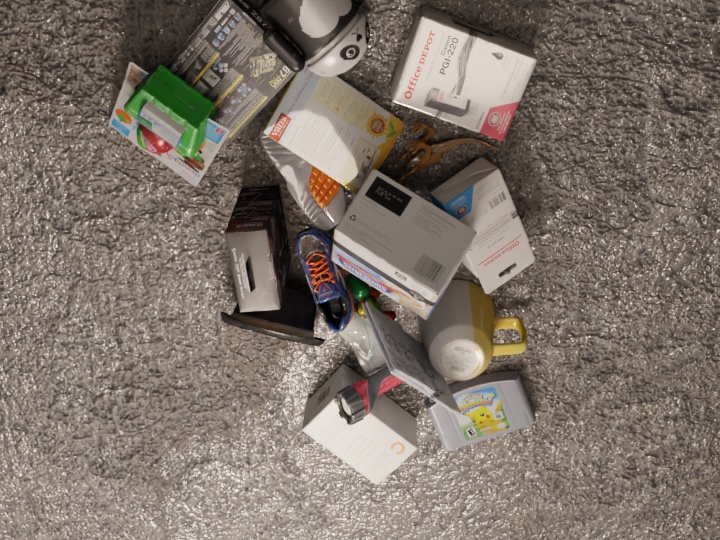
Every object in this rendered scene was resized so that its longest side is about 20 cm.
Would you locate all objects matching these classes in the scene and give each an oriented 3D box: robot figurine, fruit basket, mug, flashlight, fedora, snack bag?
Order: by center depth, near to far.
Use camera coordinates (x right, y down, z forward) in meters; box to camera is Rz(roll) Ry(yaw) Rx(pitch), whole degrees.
[{"bbox_3d":[-0.073,-0.393,1.316,0.149,0.125,0.200,-37,110,19],"label":"robot figurine"},{"bbox_3d":[-0.320,-0.228,1.401,0.184,0.095,0.200,36,142,-11],"label":"fruit basket"},{"bbox_3d":[0.093,0.155,1.508,0.021,0.190,0.199,-43,126,14],"label":"snack bag"},{"bbox_3d":[0.192,0.110,1.555,0.185,0.154,0.150,-29,113,16],"label":"mug"},{"bbox_3d":[-0.151,0.072,1.564,0.197,0.201,0.093,14,87,-5],"label":"fedora"},{"bbox_3d":[0.048,0.216,1.607,0.198,0.068,0.069,-22,124,-27],"label":"flashlight"}]

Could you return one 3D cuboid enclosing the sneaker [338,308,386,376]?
[{"bbox_3d":[-0.003,0.104,1.613,0.080,0.071,0.201,-33,116,3],"label":"sneaker"}]

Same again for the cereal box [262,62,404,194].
[{"bbox_3d":[-0.044,-0.236,1.423,0.198,0.040,0.145,32,94,-13],"label":"cereal box"}]

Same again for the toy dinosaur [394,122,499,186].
[{"bbox_3d":[0.123,-0.203,1.459,0.198,0.061,0.106,-28,142,13],"label":"toy dinosaur"}]

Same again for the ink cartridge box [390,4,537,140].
[{"bbox_3d":[0.161,-0.314,1.373,0.197,0.085,0.148,18,117,-6],"label":"ink cartridge box"}]

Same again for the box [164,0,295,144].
[{"bbox_3d":[-0.209,-0.324,1.383,0.161,0.049,0.199,41,122,-16],"label":"box"}]

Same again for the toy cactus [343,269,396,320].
[{"bbox_3d":[0.000,0.000,1.547,0.162,0.103,0.203,5,127,10],"label":"toy cactus"}]

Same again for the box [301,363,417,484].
[{"bbox_3d":[0.000,0.303,1.693,0.199,0.098,0.124,39,112,-16],"label":"box"}]

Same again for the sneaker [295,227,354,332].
[{"bbox_3d":[-0.057,0.019,1.486,0.074,0.079,0.203,-20,112,8],"label":"sneaker"}]

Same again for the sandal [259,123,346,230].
[{"bbox_3d":[-0.098,-0.167,1.475,0.079,0.059,0.208,-36,103,-4],"label":"sandal"}]

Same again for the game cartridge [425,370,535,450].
[{"bbox_3d":[0.235,0.274,1.706,0.197,0.041,0.135,-20,111,12],"label":"game cartridge"}]

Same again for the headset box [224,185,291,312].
[{"bbox_3d":[-0.172,-0.035,1.464,0.073,0.201,0.151,-5,119,4],"label":"headset box"}]

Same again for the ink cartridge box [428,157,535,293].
[{"bbox_3d":[0.212,-0.074,1.479,0.115,0.068,0.202,-33,121,-6],"label":"ink cartridge box"}]

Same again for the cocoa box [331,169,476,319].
[{"bbox_3d":[0.067,-0.040,1.410,0.198,0.134,0.132,32,160,7],"label":"cocoa box"}]
